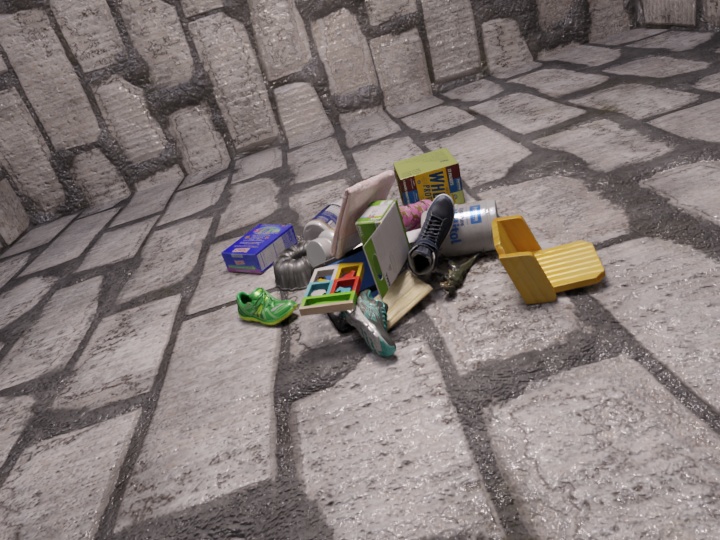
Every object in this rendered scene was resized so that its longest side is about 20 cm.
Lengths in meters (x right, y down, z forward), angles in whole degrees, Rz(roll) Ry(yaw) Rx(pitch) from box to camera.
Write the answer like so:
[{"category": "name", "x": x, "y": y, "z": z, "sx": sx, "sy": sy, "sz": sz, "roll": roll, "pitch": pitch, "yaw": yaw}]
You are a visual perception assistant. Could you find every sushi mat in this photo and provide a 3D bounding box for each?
[{"category": "sushi mat", "x": 0.074, "y": 0.078, "z": 1.250, "sx": 0.199, "sy": 0.012, "sz": 0.095, "roll": -40, "pitch": 47, "yaw": -21}]

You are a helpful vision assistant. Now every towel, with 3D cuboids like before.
[{"category": "towel", "x": 0.006, "y": -0.142, "z": 1.326, "sx": 0.032, "sy": 0.194, "sz": 0.199, "roll": 30, "pitch": 36, "yaw": 20}]

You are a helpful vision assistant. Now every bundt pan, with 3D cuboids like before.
[{"category": "bundt pan", "x": -0.173, "y": -0.025, "z": 1.581, "sx": 0.197, "sy": 0.077, "sz": 0.203, "roll": -13, "pitch": 27, "yaw": 7}]

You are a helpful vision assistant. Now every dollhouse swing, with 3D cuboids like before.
[{"category": "dollhouse swing", "x": 0.413, "y": -0.052, "z": 1.182, "sx": 0.174, "sy": 0.183, "sz": 0.201, "roll": -29, "pitch": 20, "yaw": 24}]

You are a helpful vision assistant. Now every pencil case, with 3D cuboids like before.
[{"category": "pencil case", "x": 0.139, "y": -0.144, "z": 1.478, "sx": 0.085, "sy": 0.085, "sz": 0.198, "roll": 2, "pitch": 16, "yaw": 37}]

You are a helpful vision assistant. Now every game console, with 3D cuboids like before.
[{"category": "game console", "x": -0.001, "y": 0.036, "z": 1.313, "sx": 0.196, "sy": 0.119, "sz": 0.176, "roll": -24, "pitch": 27, "yaw": -11}]

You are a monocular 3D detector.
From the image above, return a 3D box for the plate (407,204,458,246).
[{"category": "plate", "x": 0.205, "y": -0.126, "z": 1.584, "sx": 0.195, "sy": 0.033, "sz": 0.201, "roll": -11, "pitch": 29, "yaw": 13}]

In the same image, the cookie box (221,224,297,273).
[{"category": "cookie box", "x": -0.336, "y": -0.076, "z": 1.774, "sx": 0.168, "sy": 0.077, "sz": 0.200, "roll": 4, "pitch": 34, "yaw": 36}]

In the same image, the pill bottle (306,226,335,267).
[{"category": "pill bottle", "x": -0.054, "y": -0.070, "z": 1.506, "sx": 0.111, "sy": 0.116, "sz": 0.198, "roll": 10, "pitch": 24, "yaw": 43}]

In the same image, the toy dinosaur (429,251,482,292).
[{"category": "toy dinosaur", "x": 0.227, "y": 0.000, "z": 1.323, "sx": 0.086, "sy": 0.048, "sz": 0.200, "roll": 14, "pitch": 38, "yaw": 30}]

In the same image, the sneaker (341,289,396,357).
[{"category": "sneaker", "x": 0.031, "y": 0.106, "z": 1.175, "sx": 0.090, "sy": 0.079, "sz": 0.200, "roll": -28, "pitch": 45, "yaw": -16}]

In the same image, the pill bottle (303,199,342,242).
[{"category": "pill bottle", "x": -0.092, "y": -0.150, "z": 1.724, "sx": 0.109, "sy": 0.113, "sz": 0.200, "roll": 0, "pitch": 31, "yaw": 32}]

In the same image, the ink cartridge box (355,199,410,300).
[{"category": "ink cartridge box", "x": 0.038, "y": -0.050, "z": 1.239, "sx": 0.074, "sy": 0.150, "sz": 0.201, "roll": -1, "pitch": 35, "yaw": 31}]

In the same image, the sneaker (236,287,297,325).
[{"category": "sneaker", "x": -0.257, "y": 0.091, "z": 1.403, "sx": 0.196, "sy": 0.085, "sz": 0.074, "roll": 0, "pitch": 30, "yaw": 30}]

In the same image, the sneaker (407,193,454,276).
[{"category": "sneaker", "x": 0.173, "y": -0.082, "z": 1.287, "sx": 0.075, "sy": 0.207, "sz": 0.146, "roll": 21, "pitch": 14, "yaw": 9}]

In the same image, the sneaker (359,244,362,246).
[{"category": "sneaker", "x": 0.000, "y": 0.000, "z": 1.432, "sx": 0.199, "sy": 0.075, "sz": 0.106, "roll": -41, "pitch": 63, "yaw": -5}]

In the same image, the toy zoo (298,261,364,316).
[{"category": "toy zoo", "x": -0.061, "y": 0.033, "z": 1.248, "sx": 0.128, "sy": 0.021, "sz": 0.202, "roll": -8, "pitch": 30, "yaw": 15}]

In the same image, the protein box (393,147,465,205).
[{"category": "protein box", "x": 0.225, "y": -0.296, "z": 1.774, "sx": 0.194, "sy": 0.138, "sz": 0.201, "roll": -15, "pitch": 26, "yaw": 3}]

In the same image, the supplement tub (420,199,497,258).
[{"category": "supplement tub", "x": 0.266, "y": -0.107, "z": 1.401, "sx": 0.195, "sy": 0.135, "sz": 0.133, "roll": -10, "pitch": 27, "yaw": 18}]
